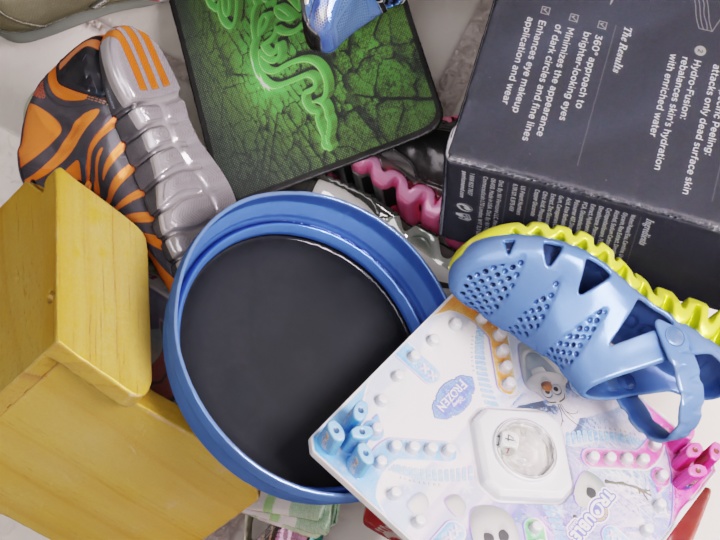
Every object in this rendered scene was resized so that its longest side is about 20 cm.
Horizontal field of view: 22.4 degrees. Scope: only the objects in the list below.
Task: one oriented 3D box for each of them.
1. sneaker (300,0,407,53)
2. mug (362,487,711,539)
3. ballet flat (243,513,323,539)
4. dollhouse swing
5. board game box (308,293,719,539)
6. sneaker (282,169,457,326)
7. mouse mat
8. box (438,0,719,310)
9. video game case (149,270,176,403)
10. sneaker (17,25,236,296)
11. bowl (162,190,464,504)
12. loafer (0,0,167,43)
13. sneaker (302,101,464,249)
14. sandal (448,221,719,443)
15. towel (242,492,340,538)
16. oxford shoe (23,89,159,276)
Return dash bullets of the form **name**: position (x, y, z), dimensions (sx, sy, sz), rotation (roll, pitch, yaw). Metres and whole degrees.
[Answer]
- **sneaker**: position (0.039, -0.210, 1.180), dimensions (0.089, 0.079, 0.200), rotation (38, 72, 21)
- **mug**: position (0.109, 0.158, 1.170), dimensions (0.199, 0.178, 0.134), rotation (26, 87, 11)
- **ballet flat**: position (-0.033, 0.137, 1.240), dimensions (0.071, 0.069, 0.201), rotation (31, 99, 8)
- **dollhouse swing**: position (-0.173, 0.073, 1.178), dimensions (0.200, 0.175, 0.183), rotation (-39, 44, 39)
- **board game box**: position (0.100, 0.108, 1.100), dimensions (0.200, 0.026, 0.200), rotation (41, 52, 8)
- **sneaker**: position (0.000, 0.000, 1.219), dimensions (0.199, 0.074, 0.089), rotation (29, 81, 7)
- **mouse mat**: position (-0.042, -0.152, 1.222), dimensions (0.160, 0.008, 0.201), rotation (-20, 64, 8)
- **box**: position (0.168, -0.103, 1.144), dimensions (0.198, 0.118, 0.198), rotation (15, 66, 7)
- **video game case**: position (-0.185, 0.083, 1.234), dimensions (0.181, 0.023, 0.201), rotation (30, 113, 17)
- **sneaker**: position (-0.152, -0.049, 1.184), dimensions (0.111, 0.077, 0.202), rotation (-24, 83, 30)
- **bowl**: position (-0.030, 0.049, 1.119), dimensions (0.199, 0.039, 0.202), rotation (13, 61, -24)
- **loafer**: position (-0.173, -0.216, 1.239), dimensions (0.199, 0.070, 0.076), rotation (-25, 75, 7)
- **sneaker**: position (0.057, -0.074, 1.227), dimensions (0.199, 0.079, 0.096), rotation (27, 75, 5)
- **sandal**: position (0.144, 0.039, 1.100), dimensions (0.199, 0.080, 0.088), rotation (23, 51, -5)
- **towel**: position (-0.095, 0.090, 1.234), dimensions (0.198, 0.023, 0.154), rotation (7, 90, 29)
- **oxford shoe**: position (-0.173, -0.037, 1.253), dimensions (0.075, 0.058, 0.201), rotation (-24, 83, 18)
